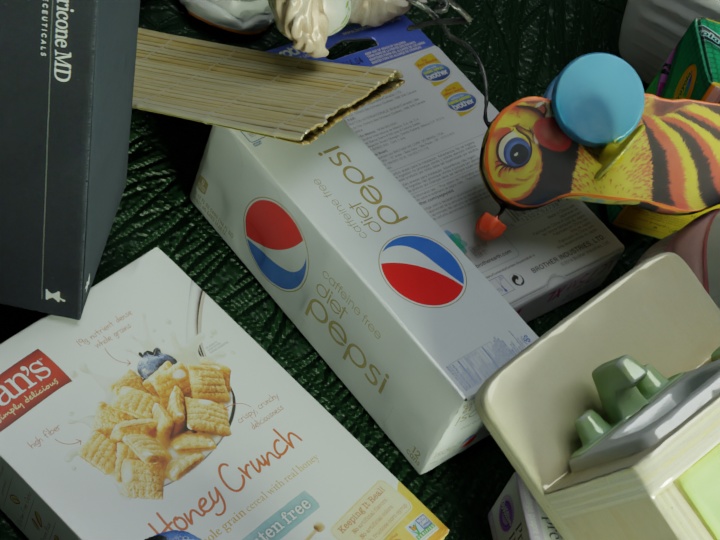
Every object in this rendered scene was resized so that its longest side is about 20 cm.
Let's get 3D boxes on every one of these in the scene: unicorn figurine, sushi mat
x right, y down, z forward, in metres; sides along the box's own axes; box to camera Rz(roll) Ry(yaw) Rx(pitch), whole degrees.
[{"bbox_3d":[-0.018,-0.174,0.974,0.138,0.073,0.200,65,33,-25],"label":"unicorn figurine"},{"bbox_3d":[-0.086,-0.100,0.936,0.199,0.012,0.096,14,32,29],"label":"sushi mat"}]

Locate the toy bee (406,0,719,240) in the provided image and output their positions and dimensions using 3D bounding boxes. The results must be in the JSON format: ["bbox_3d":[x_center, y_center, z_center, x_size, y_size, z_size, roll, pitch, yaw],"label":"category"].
[{"bbox_3d":[0.106,-0.060,0.951,0.199,0.110,0.131,19,0,21],"label":"toy bee"}]

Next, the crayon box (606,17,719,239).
[{"bbox_3d":[0.253,-0.059,1.043,0.199,0.119,0.059,14,46,-17],"label":"crayon box"}]

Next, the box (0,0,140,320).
[{"bbox_3d":[-0.194,-0.097,0.800,0.181,0.201,0.105,12,42,0],"label":"box"}]

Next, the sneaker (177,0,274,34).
[{"bbox_3d":[-0.039,-0.225,1.083,0.075,0.092,0.201,26,44,-1],"label":"sneaker"}]

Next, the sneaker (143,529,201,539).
[{"bbox_3d":[-0.018,0.149,0.726,0.200,0.078,0.090,39,48,-36],"label":"sneaker"}]

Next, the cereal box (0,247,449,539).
[{"bbox_3d":[-0.077,0.093,0.819,0.200,0.040,0.144,42,48,14],"label":"cereal box"}]

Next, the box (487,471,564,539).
[{"bbox_3d":[0.099,0.185,0.818,0.038,0.042,0.201,6,50,-20],"label":"box"}]

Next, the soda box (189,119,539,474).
[{"bbox_3d":[0.000,0.000,0.916,0.063,0.068,0.200,-24,64,-36],"label":"soda box"}]

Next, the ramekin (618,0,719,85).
[{"bbox_3d":[0.230,-0.188,1.107,0.094,0.203,0.203,23,44,12],"label":"ramekin"}]

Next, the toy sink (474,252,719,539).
[{"bbox_3d":[0.167,0.092,0.793,0.130,0.112,0.201,-34,88,-21],"label":"toy sink"}]

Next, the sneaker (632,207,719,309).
[{"bbox_3d":[0.179,0.068,0.947,0.075,0.104,0.202,10,76,-27],"label":"sneaker"}]

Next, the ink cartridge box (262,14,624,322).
[{"bbox_3d":[0.039,-0.054,1.003,0.119,0.042,0.200,-23,66,-39],"label":"ink cartridge box"}]
